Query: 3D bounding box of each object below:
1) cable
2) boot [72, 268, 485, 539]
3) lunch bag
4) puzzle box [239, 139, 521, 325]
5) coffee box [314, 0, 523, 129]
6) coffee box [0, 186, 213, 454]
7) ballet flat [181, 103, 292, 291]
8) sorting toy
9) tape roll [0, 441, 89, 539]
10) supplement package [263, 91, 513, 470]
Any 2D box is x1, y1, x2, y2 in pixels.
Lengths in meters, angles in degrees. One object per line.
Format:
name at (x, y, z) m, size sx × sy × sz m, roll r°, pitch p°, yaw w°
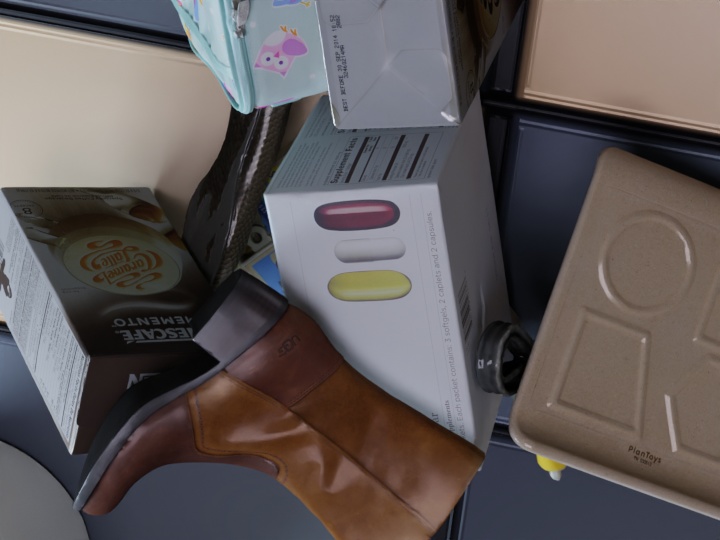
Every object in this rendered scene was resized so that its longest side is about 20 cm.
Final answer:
cable at (0.124, 0.066, 1.414) m, size 0.050 × 0.097 × 0.200 m, roll 17°, pitch 164°, yaw 19°
boot at (-0.053, 0.125, 1.326) m, size 0.200 × 0.068 × 0.188 m, roll 40°, pitch 94°, yaw -14°
lunch bag at (-0.074, -0.188, 1.307) m, size 0.077 × 0.200 × 0.161 m, roll -12°, pitch 118°, yaw -10°
puzzle box at (0.000, 0.000, 1.488) m, size 0.133 × 0.025 × 0.200 m, roll -35°, pitch 104°, yaw 26°
coffee box at (0.038, -0.177, 1.284) m, size 0.079 × 0.200 × 0.113 m, roll 0°, pitch 118°, yaw 17°
coffee box at (-0.164, 0.029, 1.428) m, size 0.114 × 0.200 × 0.080 m, roll -2°, pitch 125°, yaw -28°
ballet flat at (-0.075, -0.065, 1.437) m, size 0.046 × 0.067 × 0.201 m, roll 4°, pitch 112°, yaw -34°
sorting toy at (0.201, 0.043, 1.379) m, size 0.184 × 0.036 × 0.201 m, roll 20°, pitch 83°, yaw -17°
tape roll at (-0.318, 0.240, 1.629) m, size 0.202 × 0.139 × 0.204 m, roll 6°, pitch 119°, yaw 10°
supplement package at (0.024, 0.005, 1.380) m, size 0.110 × 0.156 × 0.201 m, roll -3°, pitch 116°, yaw 15°
